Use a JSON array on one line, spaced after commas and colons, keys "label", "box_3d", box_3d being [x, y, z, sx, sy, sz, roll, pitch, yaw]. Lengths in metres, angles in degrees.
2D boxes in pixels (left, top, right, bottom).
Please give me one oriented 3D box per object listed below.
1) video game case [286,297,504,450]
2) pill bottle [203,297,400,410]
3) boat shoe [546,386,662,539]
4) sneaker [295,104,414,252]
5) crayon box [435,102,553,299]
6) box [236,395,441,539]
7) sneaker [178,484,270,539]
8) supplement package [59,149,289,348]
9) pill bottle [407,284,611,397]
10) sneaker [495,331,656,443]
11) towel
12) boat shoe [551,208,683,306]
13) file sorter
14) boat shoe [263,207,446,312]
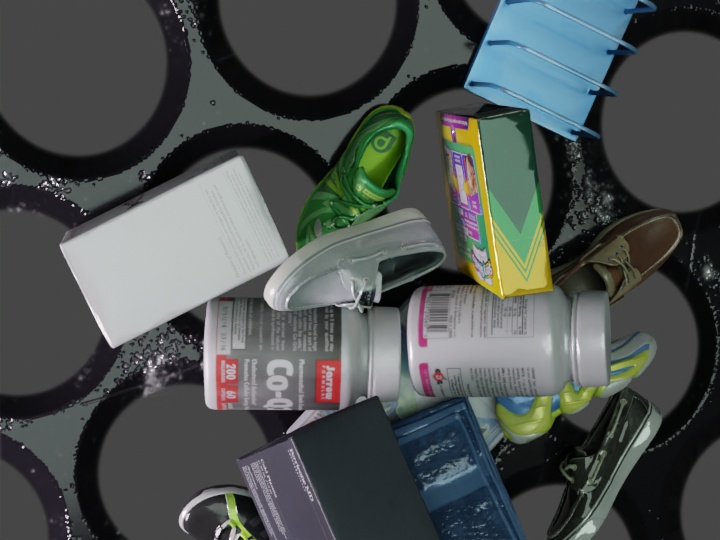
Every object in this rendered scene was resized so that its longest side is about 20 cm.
[{"label": "video game case", "box_3d": [0.051, 0.164, 1.553, 0.182, 0.022, 0.200, 43, 91, -11]}, {"label": "pill bottle", "box_3d": [-0.059, 0.086, 1.470, 0.197, 0.114, 0.116, 1, 98, -2]}, {"label": "boat shoe", "box_3d": [0.251, 0.219, 1.570, 0.063, 0.071, 0.201, 34, 84, -12]}, {"label": "sneaker", "box_3d": [-0.007, -0.079, 1.478, 0.073, 0.084, 0.202, 26, 94, -11]}, {"label": "crayon box", "box_3d": [0.131, -0.075, 1.439, 0.057, 0.200, 0.175, -11, 100, -7]}, {"label": "box", "box_3d": [-0.016, 0.247, 1.420, 0.103, 0.182, 0.202, -23, 87, -25]}, {"label": "sneaker", "box_3d": [-0.096, 0.290, 1.510, 0.197, 0.083, 0.072, 20, 113, -11]}, {"label": "supplement package", "box_3d": [-0.186, -0.025, 1.443, 0.198, 0.117, 0.119, -27, 101, -4]}, {"label": "pill bottle", "box_3d": [0.153, 0.071, 1.458, 0.197, 0.113, 0.115, -1, 99, 13]}, {"label": "sneaker", "box_3d": [0.222, 0.096, 1.538, 0.199, 0.076, 0.106, -31, 94, -16]}, {"label": "towel", "box_3d": [0.098, 0.243, 1.498, 0.110, 0.049, 0.202, -21, 76, -4]}, {"label": "boat shoe", "box_3d": [0.265, 0.005, 1.536, 0.199, 0.072, 0.076, -35, 102, -2]}, {"label": "file sorter", "box_3d": [0.214, -0.249, 1.467, 0.137, 0.123, 0.202, 23, 95, -10]}, {"label": "boat shoe", "box_3d": [0.000, 0.000, 1.435, 0.199, 0.072, 0.071, -24, 146, -27]}]
